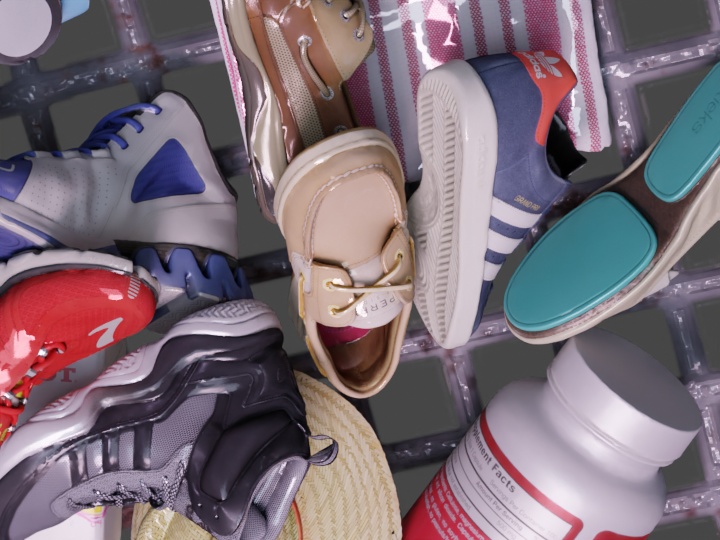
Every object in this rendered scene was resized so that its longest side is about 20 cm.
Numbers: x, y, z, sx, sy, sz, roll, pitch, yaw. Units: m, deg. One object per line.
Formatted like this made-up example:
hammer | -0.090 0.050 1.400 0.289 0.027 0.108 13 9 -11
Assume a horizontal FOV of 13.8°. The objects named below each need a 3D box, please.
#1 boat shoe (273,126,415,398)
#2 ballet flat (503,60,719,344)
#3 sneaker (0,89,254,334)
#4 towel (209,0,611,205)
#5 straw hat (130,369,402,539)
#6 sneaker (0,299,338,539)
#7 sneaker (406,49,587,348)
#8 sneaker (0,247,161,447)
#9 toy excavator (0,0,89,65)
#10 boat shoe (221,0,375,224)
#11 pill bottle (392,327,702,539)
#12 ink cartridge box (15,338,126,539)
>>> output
boat shoe | 0.000 0.000 1.532 0.073 0.069 0.200 -21 152 -9
ballet flat | 0.161 -0.028 1.562 0.069 0.070 0.200 42 108 -9
sneaker | -0.141 -0.042 1.558 0.199 0.116 0.080 18 152 -33
towel | 0.026 -0.116 1.561 0.199 0.030 0.147 -9 110 10
straw hat | -0.077 0.153 1.600 0.200 0.085 0.203 1 91 35
sneaker | -0.107 0.110 1.532 0.199 0.075 0.114 -34 70 6
sneaker | 0.073 -0.037 1.547 0.084 0.075 0.201 -19 147 -21
sneaker | -0.181 0.053 1.514 0.199 0.085 0.077 -24 141 28
toy excavator | -0.144 -0.232 1.506 0.199 0.100 0.195 -28 127 -18
boat shoe | -0.030 -0.120 1.517 0.073 0.076 0.201 -7 121 2
pill bottle | 0.093 0.133 1.603 0.112 0.112 0.200 33 111 -6
ink cartridge box | -0.206 0.107 1.644 0.144 0.088 0.201 4 113 4
